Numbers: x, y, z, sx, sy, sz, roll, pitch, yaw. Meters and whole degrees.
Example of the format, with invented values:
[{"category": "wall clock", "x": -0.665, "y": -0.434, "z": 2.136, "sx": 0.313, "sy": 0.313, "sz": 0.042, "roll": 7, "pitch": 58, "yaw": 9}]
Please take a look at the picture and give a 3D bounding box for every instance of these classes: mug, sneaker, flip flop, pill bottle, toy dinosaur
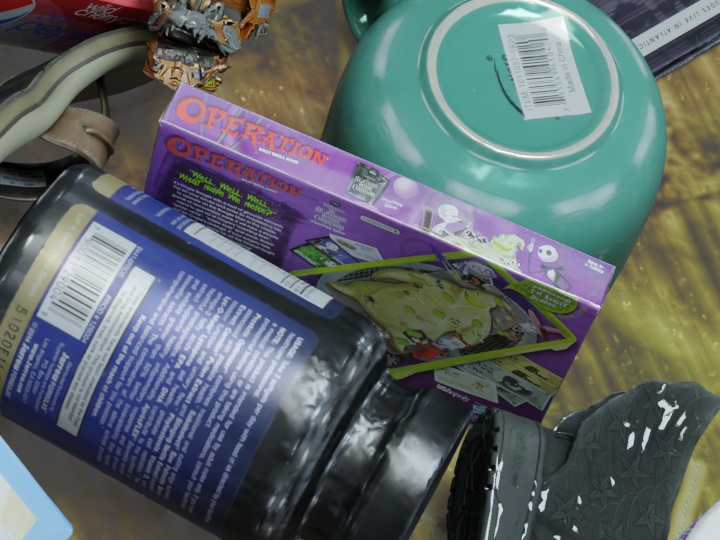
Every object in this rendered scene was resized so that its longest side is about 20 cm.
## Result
[{"category": "mug", "x": 0.047, "y": -0.065, "z": 1.206, "sx": 0.185, "sy": 0.115, "sz": 0.152, "roll": 31, "pitch": 60, "yaw": 6}, {"category": "sneaker", "x": 0.085, "y": 0.134, "z": 1.129, "sx": 0.104, "sy": 0.060, "sz": 0.201, "roll": 18, "pitch": 71, "yaw": -19}, {"category": "flip flop", "x": -0.141, "y": -0.055, "z": 1.161, "sx": 0.058, "sy": 0.081, "sz": 0.200, "roll": 63, "pitch": 26, "yaw": -10}, {"category": "pill bottle", "x": -0.059, "y": 0.048, "z": 1.121, "sx": 0.199, "sy": 0.112, "sz": 0.112, "roll": 29, "pitch": 59, "yaw": 6}, {"category": "toy dinosaur", "x": -0.057, "y": -0.160, "z": 1.190, "sx": 0.102, "sy": 0.136, "sz": 0.200, "roll": 3, "pitch": 38, "yaw": -12}]

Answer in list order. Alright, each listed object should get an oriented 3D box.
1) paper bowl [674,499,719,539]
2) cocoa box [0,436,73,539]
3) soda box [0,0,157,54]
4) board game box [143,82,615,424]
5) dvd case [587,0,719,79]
[{"category": "paper bowl", "x": 0.196, "y": 0.185, "z": 1.095, "sx": 0.199, "sy": 0.104, "sz": 0.202, "roll": 7, "pitch": 63, "yaw": -13}, {"category": "cocoa box", "x": -0.234, "y": 0.112, "z": 0.994, "sx": 0.131, "sy": 0.134, "sz": 0.200, "roll": 19, "pitch": 61, "yaw": 45}, {"category": "soda box", "x": -0.150, "y": -0.141, "z": 1.164, "sx": 0.200, "sy": 0.063, "sz": 0.070, "roll": 5, "pitch": 71, "yaw": -60}, {"category": "board game box", "x": 0.000, "y": 0.000, "z": 1.157, "sx": 0.199, "sy": 0.120, "sz": 0.032, "roll": 24, "pitch": 59, "yaw": 1}, {"category": "dvd case", "x": 0.118, "y": -0.188, "z": 1.348, "sx": 0.148, "sy": 0.016, "sz": 0.200, "roll": -30, "pitch": 70, "yaw": -25}]
